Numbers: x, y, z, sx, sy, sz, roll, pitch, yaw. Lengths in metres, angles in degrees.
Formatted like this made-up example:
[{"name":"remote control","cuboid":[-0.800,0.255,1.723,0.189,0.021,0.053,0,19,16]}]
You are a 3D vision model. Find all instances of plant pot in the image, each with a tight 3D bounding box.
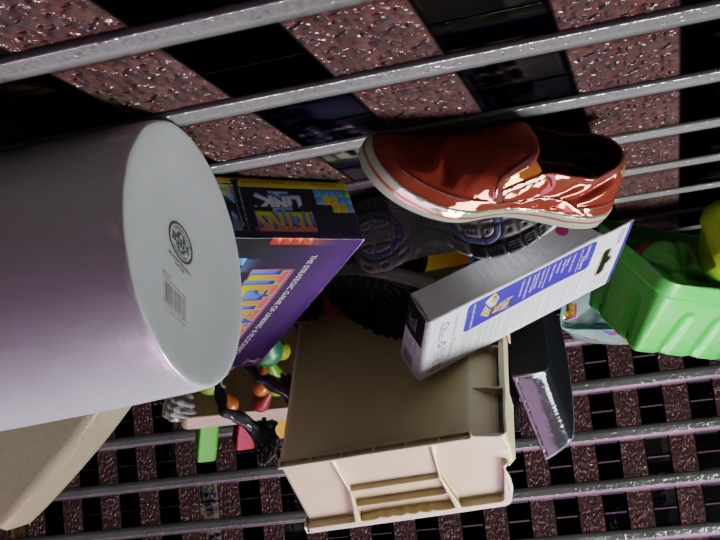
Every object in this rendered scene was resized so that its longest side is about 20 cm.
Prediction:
[{"name":"plant pot","cuboid":[-0.340,0.135,1.082,0.198,0.179,0.200,28,169,-2]}]

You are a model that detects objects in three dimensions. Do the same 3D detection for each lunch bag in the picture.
[{"name":"lunch bag","cuboid":[0.342,0.025,1.353,0.197,0.124,0.170,-3,172,16]}]

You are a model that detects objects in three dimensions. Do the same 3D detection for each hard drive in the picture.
[{"name":"hard drive","cuboid":[0.184,0.080,1.174,0.042,0.201,0.136,-15,125,15]}]

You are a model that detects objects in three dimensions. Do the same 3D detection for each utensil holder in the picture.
[{"name":"utensil holder","cuboid":[-0.190,0.007,0.678,0.197,0.173,0.170,-12,170,15]}]

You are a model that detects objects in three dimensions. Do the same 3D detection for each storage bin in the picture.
[{"name":"storage bin","cuboid":[0.038,0.107,0.993,0.195,0.202,0.094,-11,132,15]}]

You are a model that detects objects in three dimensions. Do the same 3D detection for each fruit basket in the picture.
[{"name":"fruit basket","cuboid":[0.356,-0.014,1.140,0.212,0.219,0.156,-3,-149,-24]}]

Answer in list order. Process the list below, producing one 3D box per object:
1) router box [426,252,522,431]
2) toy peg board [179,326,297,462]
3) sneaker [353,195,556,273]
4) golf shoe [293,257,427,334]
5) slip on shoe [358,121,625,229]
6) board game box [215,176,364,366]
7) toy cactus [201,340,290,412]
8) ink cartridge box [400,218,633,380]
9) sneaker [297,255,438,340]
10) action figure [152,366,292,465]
[{"name":"router box","cuboid":[0.089,0.078,1.214,0.147,0.204,0.051,-8,180,11]},{"name":"toy peg board","cuboid":[-0.124,0.120,1.297,0.196,0.201,0.099,-4,131,-17]},{"name":"sneaker","cuboid":[0.081,-0.047,0.898,0.198,0.076,0.086,-6,-173,42]},{"name":"golf shoe","cuboid":[0.002,-0.004,1.119,0.199,0.079,0.094,-20,-171,44]},{"name":"slip on shoe","cuboid":[0.090,-0.071,0.745,0.197,0.075,0.062,4,134,-24]},{"name":"board game box","cuboid":[-0.115,0.009,0.876,0.163,0.057,0.200,0,147,-34]},{"name":"toy cactus","cuboid":[-0.123,0.050,1.125,0.164,0.200,0.103,-34,-160,28]},{"name":"ink cartridge box","cuboid":[0.126,0.015,0.916,0.198,0.037,0.095,-23,151,-17]},{"name":"sneaker","cuboid":[0.000,0.000,0.997,0.197,0.094,0.071,4,134,29]},{"name":"action figure","cuboid":[-0.135,0.082,1.036,0.119,0.200,0.102,-48,-164,2]}]
